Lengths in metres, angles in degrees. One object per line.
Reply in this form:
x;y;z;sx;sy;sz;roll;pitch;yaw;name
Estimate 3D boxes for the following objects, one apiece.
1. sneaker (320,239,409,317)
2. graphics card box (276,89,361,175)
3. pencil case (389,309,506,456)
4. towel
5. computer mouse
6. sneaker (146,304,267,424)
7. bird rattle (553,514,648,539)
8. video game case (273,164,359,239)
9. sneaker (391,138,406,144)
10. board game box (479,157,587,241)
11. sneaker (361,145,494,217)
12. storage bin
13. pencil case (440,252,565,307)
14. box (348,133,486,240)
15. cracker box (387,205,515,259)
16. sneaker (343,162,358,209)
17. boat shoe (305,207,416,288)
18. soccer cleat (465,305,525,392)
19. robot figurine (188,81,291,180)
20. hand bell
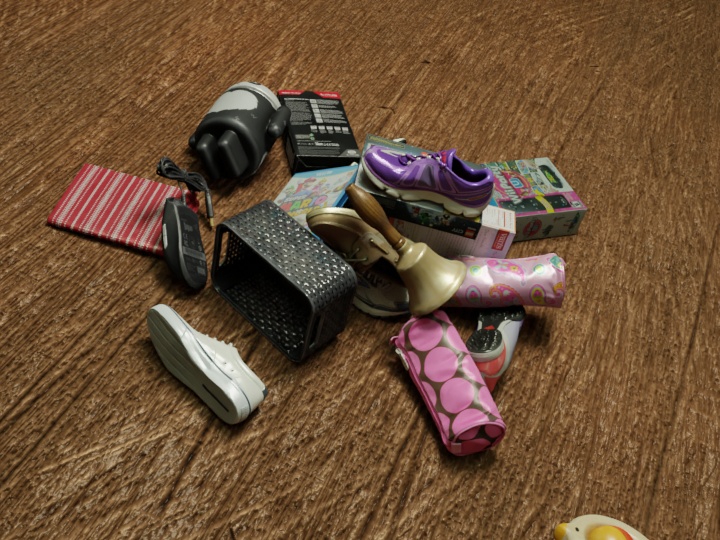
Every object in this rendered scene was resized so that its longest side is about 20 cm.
0.000;0.000;1.281;0.198;0.086;0.077;26;44;8;sneaker
-0.080;-0.253;1.537;0.124;0.051;0.201;-1;45;-19;graphics card box
0.119;0.158;1.160;0.093;0.091;0.201;-14;53;-21;pencil case
-0.364;-0.094;1.307;0.197;0.023;0.146;15;45;0;towel
-0.264;-0.063;1.273;0.045;0.140;0.203;-16;80;17;computer mouse
-0.205;0.119;1.117;0.200;0.073;0.071;46;40;15;sneaker
0.328;0.356;1.023;0.198;0.114;0.163;-6;31;-27;bird rattle
-0.090;-0.100;1.336;0.142;0.018;0.201;-4;37;33;video game case
0.087;-0.134;1.393;0.200;0.079;0.074;48;43;-26;sneaker
0.287;-0.128;1.519;0.198;0.065;0.148;-9;49;-24;board game box
0.100;-0.149;1.214;0.197;0.084;0.081;15;45;-1;sneaker
-0.112;0.012;1.194;0.199;0.136;0.093;39;47;21;storage bin
0.216;0.015;1.295;0.197;0.088;0.088;1;43;9;pencil case
0.091;-0.129;1.278;0.197;0.038;0.138;15;45;-2;box
0.134;-0.052;1.341;0.197;0.135;0.058;14;43;-4;cracker box
-0.022;-0.132;1.414;0.078;0.080;0.199;40;49;22;sneaker
0.007;-0.032;1.207;0.198;0.071;0.065;22;62;-29;boat shoe
0.205;0.109;1.263;0.067;0.074;0.200;0;20;23;soccer cleat
-0.207;-0.239;1.426;0.149;0.125;0.201;26;44;-2;robot figurine
0.049;-0.044;1.161;0.200;0.104;0.105;49;40;-19;hand bell
